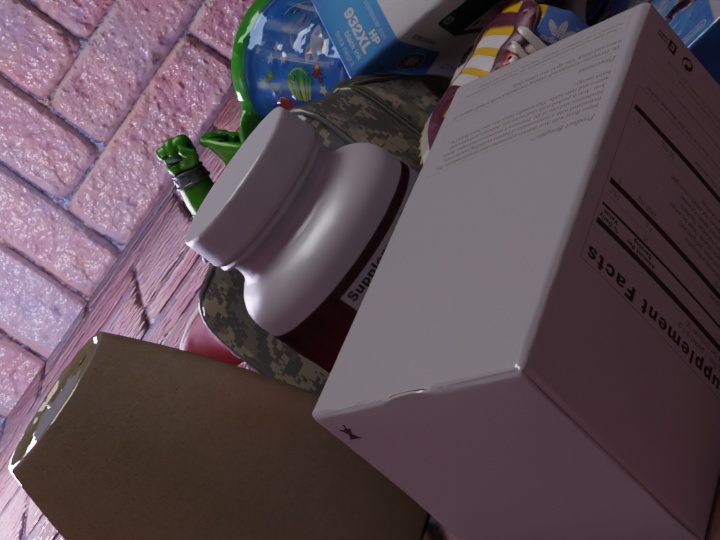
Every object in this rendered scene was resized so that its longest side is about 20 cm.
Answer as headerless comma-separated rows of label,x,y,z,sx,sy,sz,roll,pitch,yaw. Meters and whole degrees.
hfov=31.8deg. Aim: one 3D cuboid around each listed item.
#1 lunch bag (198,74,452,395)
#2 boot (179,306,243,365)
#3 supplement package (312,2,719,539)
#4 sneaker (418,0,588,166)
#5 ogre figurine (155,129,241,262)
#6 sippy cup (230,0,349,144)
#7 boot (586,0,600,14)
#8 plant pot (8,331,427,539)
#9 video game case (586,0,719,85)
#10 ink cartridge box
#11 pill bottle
lunch bag,0.007,-0.025,0.831,0.168,0.139,0.200,-33,-24,-53
boot,-0.116,0.065,1.182,0.200,0.072,0.144,-42,17,30
supplement package,0.090,0.008,0.552,0.121,0.120,0.200,-18,38,47
sneaker,0.092,-0.109,0.741,0.090,0.075,0.200,-51,15,39
ogre figurine,-0.075,-0.060,1.110,0.098,0.200,0.120,-123,31,-67
sippy cup,-0.013,-0.159,0.996,0.130,0.140,0.178,20,104,53
boot,0.183,-0.246,0.926,0.200,0.074,0.096,-49,23,24
plant pot,-0.094,0.128,0.735,0.187,0.200,0.187,-49,17,20
video game case,0.170,-0.126,0.770,0.200,0.045,0.181,-46,16,32
ink cartridge box,0.087,-0.207,0.835,0.200,0.084,0.145,-35,-20,31
pill bottle,0.014,0.007,0.661,0.113,0.200,0.113,-50,15,19
